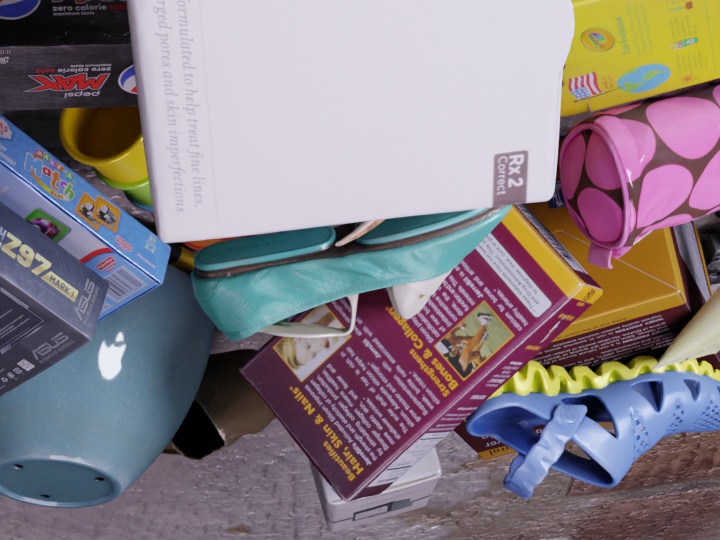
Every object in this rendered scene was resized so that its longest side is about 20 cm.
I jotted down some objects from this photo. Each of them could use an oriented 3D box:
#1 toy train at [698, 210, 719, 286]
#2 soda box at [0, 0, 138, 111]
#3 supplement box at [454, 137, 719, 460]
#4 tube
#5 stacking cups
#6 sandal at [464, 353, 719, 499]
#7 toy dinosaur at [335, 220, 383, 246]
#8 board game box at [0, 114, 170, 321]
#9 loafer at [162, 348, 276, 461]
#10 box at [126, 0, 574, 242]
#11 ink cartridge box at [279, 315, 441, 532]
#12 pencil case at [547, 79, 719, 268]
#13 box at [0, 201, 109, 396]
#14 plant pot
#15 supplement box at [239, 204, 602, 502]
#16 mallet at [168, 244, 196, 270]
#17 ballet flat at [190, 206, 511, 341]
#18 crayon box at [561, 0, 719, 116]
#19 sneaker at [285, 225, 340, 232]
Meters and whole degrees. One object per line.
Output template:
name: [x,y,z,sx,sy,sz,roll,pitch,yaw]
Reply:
toy train: [0.285,-0.042,1.417,0.046,0.034,0.200,-6,155,-15]
soda box: [-0.151,-0.129,1.046,0.200,0.071,0.063,-3,152,-14]
supplement box: [0.136,0.020,1.377,0.197,0.133,0.200,-17,153,15]
tube: [0.265,-0.002,1.245,0.058,0.052,0.200,26,128,-18]
stacking cups: [-0.122,-0.055,1.232,0.060,0.061,0.200,-15,157,11]
sandal: [0.158,0.106,1.311,0.200,0.087,0.080,-4,151,-15]
toy dinosaur: [0.049,-0.075,1.155,0.060,0.106,0.200,20,-163,8]
board game box: [-0.237,-0.029,1.179,0.151,0.037,0.200,-29,125,35]
loafer: [-0.128,0.103,1.476,0.067,0.076,0.200,-34,-175,-34]
box: [-0.011,-0.137,0.932,0.200,0.131,0.199,-7,128,-7]
ink cartridge box: [-0.003,0.103,1.440,0.084,0.146,0.200,-15,168,-4]
pencil case: [0.219,-0.070,1.219,0.200,0.094,0.091,-16,-165,-23]
box: [-0.271,0.019,1.173,0.158,0.051,0.200,37,132,-26]
plant pot: [-0.203,0.084,1.354,0.200,0.135,0.200,1,152,1]
supplement box: [0.039,0.038,1.240,0.200,0.110,0.086,-43,167,10]
mallet: [-0.114,-0.012,1.343,0.066,0.041,0.200,-25,146,31]
ballet flat: [0.000,0.000,1.180,0.200,0.067,0.070,-14,114,11]
crayon box: [0.183,-0.156,1.129,0.200,0.051,0.127,-14,154,8]
sneaker: [-0.051,-0.067,1.207,0.115,0.081,0.200,-5,147,-9]
